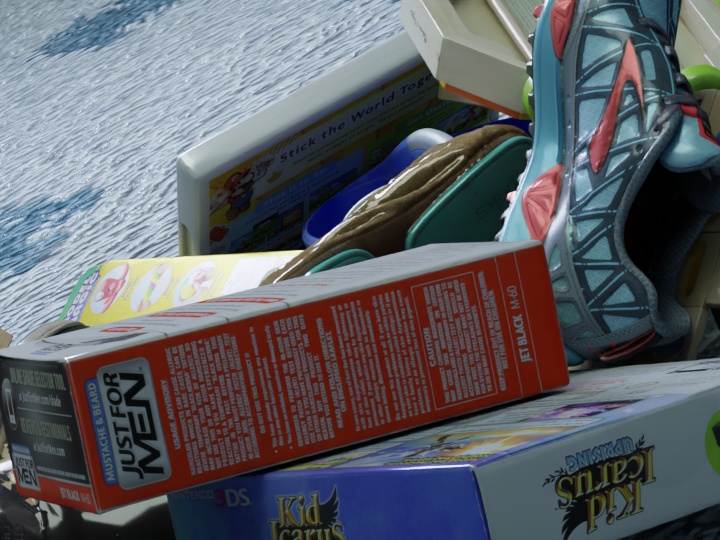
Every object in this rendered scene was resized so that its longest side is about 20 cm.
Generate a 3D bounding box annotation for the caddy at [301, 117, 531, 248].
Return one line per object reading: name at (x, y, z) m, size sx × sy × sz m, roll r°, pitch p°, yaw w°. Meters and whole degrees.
caddy at (0.054, -0.021, 1.418) m, size 0.141 × 0.105 × 0.200 m, roll -29°, pitch 16°, yaw -14°

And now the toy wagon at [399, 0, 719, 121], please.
toy wagon at (0.123, -0.110, 1.366) m, size 0.199 × 0.040 × 0.155 m, roll 1°, pitch 31°, yaw -18°

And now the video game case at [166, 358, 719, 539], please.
video game case at (0.054, 0.076, 1.116) m, size 0.181 × 0.046 × 0.200 m, roll -14°, pitch 3°, yaw -36°

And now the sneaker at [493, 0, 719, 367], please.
sneaker at (0.122, -0.053, 1.220) m, size 0.095 × 0.201 × 0.079 m, roll -1°, pitch -18°, yaw 40°

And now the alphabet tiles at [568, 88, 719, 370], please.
alphabet tiles at (0.129, 0.000, 1.229) m, size 0.200 × 0.008 × 0.168 m, roll -1°, pitch 67°, yaw 55°

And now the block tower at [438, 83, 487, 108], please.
block tower at (0.140, -0.103, 1.490) m, size 0.199 × 0.054 × 0.058 m, roll 3°, pitch 8°, yaw -33°

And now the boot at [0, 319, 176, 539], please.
boot at (-0.090, 0.083, 1.270) m, size 0.150 × 0.073 × 0.200 m, roll 1°, pitch 21°, yaw 10°

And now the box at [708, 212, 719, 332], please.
box at (0.236, -0.043, 1.287) m, size 0.100 × 0.075 × 0.200 m, roll -9°, pitch 19°, yaw 43°

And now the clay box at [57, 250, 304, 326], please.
clay box at (-0.094, 0.052, 1.422) m, size 0.200 × 0.048 × 0.115 m, roll -3°, pitch 56°, yaw 54°

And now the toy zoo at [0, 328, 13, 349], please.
toy zoo at (-0.216, 0.123, 1.304) m, size 0.200 × 0.020 × 0.131 m, roll -55°, pitch 9°, yaw 48°

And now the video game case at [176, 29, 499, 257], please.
video game case at (-0.010, -0.043, 1.519) m, size 0.200 × 0.182 × 0.023 m, roll -30°, pitch 61°, yaw -22°

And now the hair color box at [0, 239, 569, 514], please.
hair color box at (-0.033, 0.039, 1.142) m, size 0.199 × 0.064 × 0.111 m, roll -13°, pitch 5°, yaw -21°

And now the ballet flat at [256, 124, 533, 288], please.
ballet flat at (0.000, 0.000, 1.274) m, size 0.200 × 0.068 × 0.072 m, roll -43°, pitch 27°, yaw -29°
